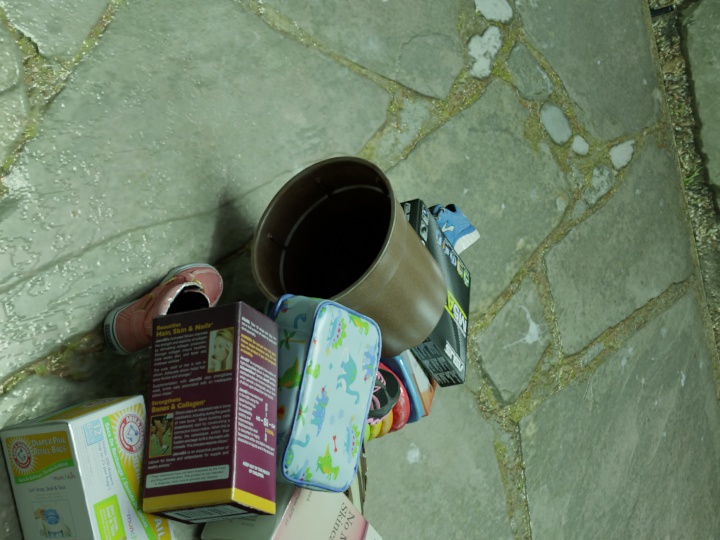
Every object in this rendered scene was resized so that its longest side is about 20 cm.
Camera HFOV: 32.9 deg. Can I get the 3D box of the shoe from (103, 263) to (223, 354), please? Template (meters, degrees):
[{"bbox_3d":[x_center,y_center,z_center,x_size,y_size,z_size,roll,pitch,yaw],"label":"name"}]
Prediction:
[{"bbox_3d":[-0.196,0.039,1.386,0.200,0.090,0.073,-33,109,-55],"label":"shoe"}]

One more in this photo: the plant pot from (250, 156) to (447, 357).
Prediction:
[{"bbox_3d":[0.000,0.000,1.495,0.198,0.197,0.203,44,46,-48],"label":"plant pot"}]

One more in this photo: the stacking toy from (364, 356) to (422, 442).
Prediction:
[{"bbox_3d":[-0.018,0.199,1.630,0.199,0.115,0.111,-34,108,-44],"label":"stacking toy"}]

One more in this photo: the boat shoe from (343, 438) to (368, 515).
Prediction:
[{"bbox_3d":[-0.015,0.274,1.571,0.075,0.074,0.205,-38,139,-41],"label":"boat shoe"}]

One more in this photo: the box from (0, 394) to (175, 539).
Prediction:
[{"bbox_3d":[-0.265,0.236,1.214,0.112,0.100,0.203,-18,97,-57],"label":"box"}]

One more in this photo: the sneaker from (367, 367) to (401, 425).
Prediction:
[{"bbox_3d":[-0.001,0.133,1.511,0.199,0.096,0.079,7,39,-54],"label":"sneaker"}]

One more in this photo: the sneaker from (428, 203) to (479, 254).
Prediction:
[{"bbox_3d":[0.114,-0.049,1.928,0.090,0.078,0.200,58,34,-5],"label":"sneaker"}]

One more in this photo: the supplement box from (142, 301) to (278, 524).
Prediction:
[{"bbox_3d":[-0.149,0.145,1.236,0.086,0.109,0.203,37,48,-56],"label":"supplement box"}]

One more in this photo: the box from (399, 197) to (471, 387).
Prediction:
[{"bbox_3d":[0.100,0.033,1.748,0.201,0.047,0.195,53,33,-43],"label":"box"}]

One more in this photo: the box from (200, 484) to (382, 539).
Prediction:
[{"bbox_3d":[-0.078,0.320,1.458,0.201,0.108,0.129,54,48,-39],"label":"box"}]

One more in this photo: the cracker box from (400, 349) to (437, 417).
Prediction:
[{"bbox_3d":[0.052,0.098,1.757,0.134,0.057,0.203,-62,134,-69],"label":"cracker box"}]

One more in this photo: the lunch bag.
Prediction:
[{"bbox_3d":[-0.051,0.138,1.335,0.160,0.081,0.203,25,74,-55],"label":"lunch bag"}]

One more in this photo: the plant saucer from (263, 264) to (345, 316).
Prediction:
[{"bbox_3d":[-0.064,0.094,1.551,0.199,0.027,0.204,19,66,-50],"label":"plant saucer"}]
